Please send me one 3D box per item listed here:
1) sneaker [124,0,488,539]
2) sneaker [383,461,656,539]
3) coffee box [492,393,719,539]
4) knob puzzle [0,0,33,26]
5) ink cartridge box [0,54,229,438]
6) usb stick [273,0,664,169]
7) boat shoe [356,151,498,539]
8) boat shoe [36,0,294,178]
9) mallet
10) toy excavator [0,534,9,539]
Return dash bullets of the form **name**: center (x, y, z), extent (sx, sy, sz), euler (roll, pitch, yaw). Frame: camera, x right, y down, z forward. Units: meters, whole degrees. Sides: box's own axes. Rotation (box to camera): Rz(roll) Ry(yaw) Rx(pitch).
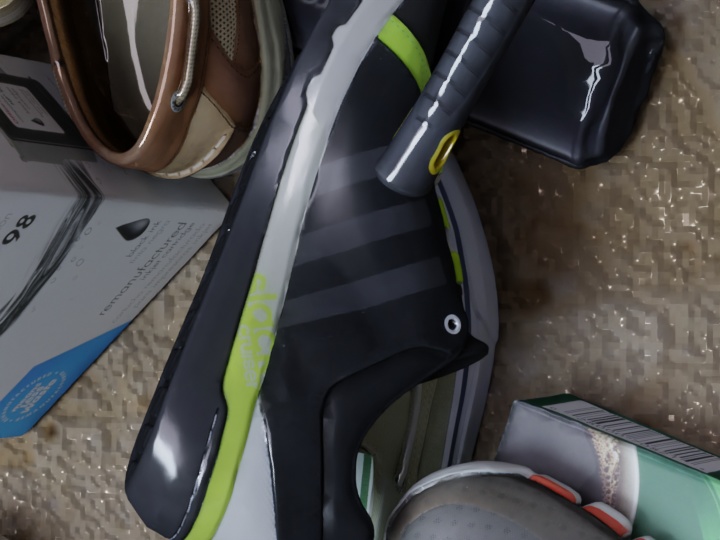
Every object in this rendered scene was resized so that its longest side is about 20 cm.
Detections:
- **sneaker**: center (0.000, 0.000, 0.711), extent (0.083, 0.072, 0.200), euler (23, 75, -6)
- **sneaker**: center (0.068, 0.134, 0.656), extent (0.077, 0.082, 0.200), euler (-44, 71, 19)
- **coffee box**: center (0.117, 0.124, 0.703), extent (0.200, 0.044, 0.123), euler (23, 98, 25)
- **knob puzzle**: center (-0.179, -0.130, 0.840), extent (0.219, 0.030, 0.220), euler (-7, 65, 14)
- **ink cartridge box**: center (-0.139, -0.006, 0.745), extent (0.116, 0.200, 0.067), euler (-46, 71, 17)
- **usb stick**: center (0.000, -0.089, 0.775), extent (0.200, 0.033, 0.056), euler (24, 106, 24)
- **boat shoe**: center (-0.001, 0.046, 0.752), extent (0.072, 0.062, 0.200), euler (-2, 86, 26)
- **boat shoe**: center (-0.073, -0.124, 0.747), extent (0.076, 0.072, 0.200), euler (-14, 93, 31)
- **mallet**: center (0.052, -0.105, 0.613), extent (0.041, 0.066, 0.200), euler (36, 104, 20)
- **toy excavator**: center (-0.068, 0.181, 0.768), extent (0.194, 0.200, 0.100), euler (33, 105, -20)
